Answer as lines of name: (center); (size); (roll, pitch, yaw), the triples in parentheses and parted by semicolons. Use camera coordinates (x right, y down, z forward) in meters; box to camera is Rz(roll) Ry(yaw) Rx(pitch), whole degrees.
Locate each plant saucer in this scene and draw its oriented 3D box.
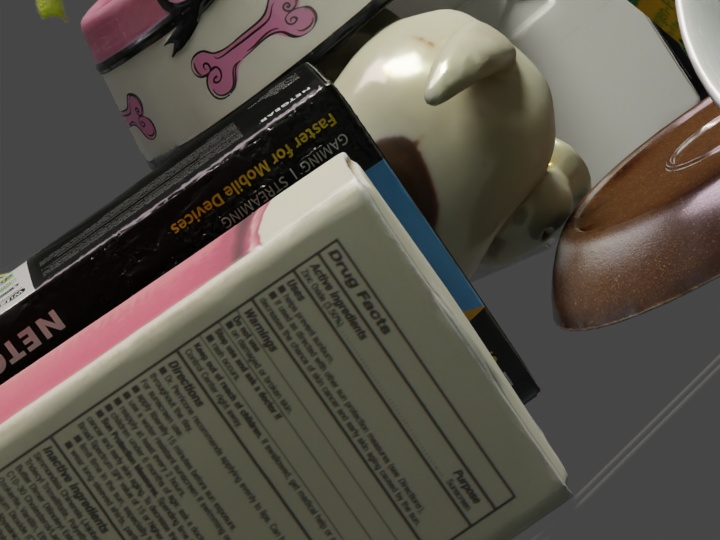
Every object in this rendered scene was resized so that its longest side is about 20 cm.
plant saucer: (0.154, -0.046, 1.056); (0.200, 0.032, 0.200); (-34, 10, 7)

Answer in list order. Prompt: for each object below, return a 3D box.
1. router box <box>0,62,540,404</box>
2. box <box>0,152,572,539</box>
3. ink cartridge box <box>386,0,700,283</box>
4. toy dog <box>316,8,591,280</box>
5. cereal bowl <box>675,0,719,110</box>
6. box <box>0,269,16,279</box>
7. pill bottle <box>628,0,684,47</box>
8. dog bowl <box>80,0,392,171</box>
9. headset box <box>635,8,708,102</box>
router box: (-0.056, 0.040, 0.979); (0.200, 0.149, 0.051); (-36, 18, -1)
box: (-0.049, 0.069, 0.882); (0.200, 0.128, 0.109); (-34, 8, 2)
ink cartridge box: (0.031, -0.077, 1.297); (0.147, 0.146, 0.200); (-42, 10, -37)
toy dog: (0.000, 0.000, 1.082); (0.200, 0.140, 0.194); (-52, 6, -16)
cereal bowl: (0.202, -0.095, 0.798); (0.200, 0.083, 0.200); (-17, 57, 27)
box: (-0.223, 0.051, 1.107); (0.160, 0.044, 0.200); (-22, 5, -22)
pill bottle: (0.141, -0.130, 0.924); (0.113, 0.200, 0.113); (-49, -3, -4)
dog bowl: (-0.039, -0.135, 1.155); (0.200, 0.074, 0.200); (-39, 11, 9)
headset box: (0.179, -0.158, 1.346); (0.174, 0.093, 0.200); (-42, 12, -35)
